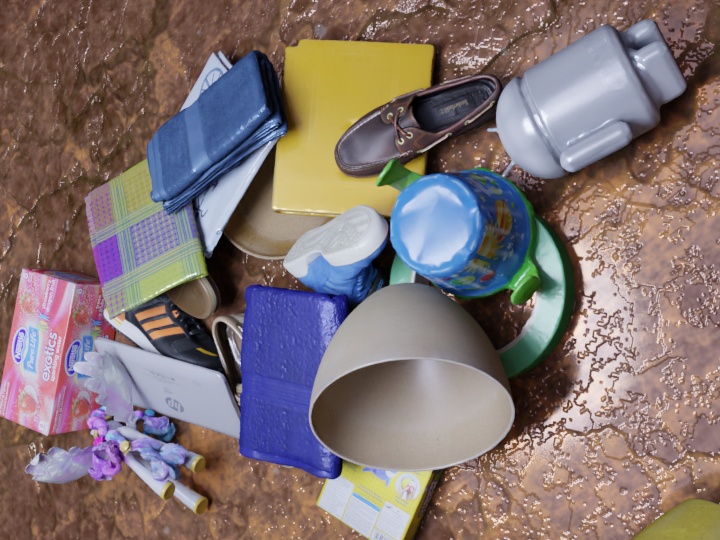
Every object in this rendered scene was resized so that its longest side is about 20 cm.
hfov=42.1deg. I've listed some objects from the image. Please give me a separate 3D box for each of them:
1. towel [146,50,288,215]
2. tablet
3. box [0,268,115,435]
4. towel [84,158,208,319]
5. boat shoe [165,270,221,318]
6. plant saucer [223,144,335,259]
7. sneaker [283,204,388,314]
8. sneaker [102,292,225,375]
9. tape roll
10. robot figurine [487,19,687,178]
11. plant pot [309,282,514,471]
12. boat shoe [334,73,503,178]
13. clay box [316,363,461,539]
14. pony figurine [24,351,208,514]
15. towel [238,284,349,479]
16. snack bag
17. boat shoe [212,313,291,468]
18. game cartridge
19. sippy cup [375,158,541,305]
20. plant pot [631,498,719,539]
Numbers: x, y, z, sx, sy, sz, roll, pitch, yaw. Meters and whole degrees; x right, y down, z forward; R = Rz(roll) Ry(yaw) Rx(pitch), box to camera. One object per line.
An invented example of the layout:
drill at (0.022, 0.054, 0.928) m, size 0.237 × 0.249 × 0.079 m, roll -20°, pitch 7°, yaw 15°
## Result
towel at (-0.168, -0.158, 1.079) m, size 0.199 × 0.048 × 0.113 m, roll -33°, pitch 54°, yaw 29°
tablet at (-0.234, 0.149, 1.162) m, size 0.198 × 0.014 × 0.131 m, roll 13°, pitch 138°, yaw 26°
box at (-0.401, 0.105, 1.245) m, size 0.102 × 0.094 × 0.202 m, roll 14°, pitch 94°, yaw 26°
towel at (-0.262, -0.050, 1.136) m, size 0.143 × 0.023 × 0.202 m, roll -26°, pitch 59°, yaw 10°
boat shoe at (-0.224, -0.022, 1.177) m, size 0.200 × 0.072 × 0.073 m, roll 43°, pitch 130°, yaw 30°
plant saucer at (-0.095, -0.114, 1.138) m, size 0.198 × 0.035 × 0.203 m, roll -1°, pitch 88°, yaw 26°
sneaker at (0.001, -0.001, 1.021) m, size 0.199 × 0.111 × 0.077 m, roll -19°, pitch 35°, yaw 59°
sneaker at (-0.240, 0.060, 1.182) m, size 0.199 × 0.070 × 0.091 m, roll 28°, pitch 102°, yaw 25°
tape roll at (0.130, 0.020, 1.016) m, size 0.198 × 0.048 × 0.203 m, roll -1°, pitch 87°, yaw 26°
robot figurine at (0.221, -0.168, 0.943) m, size 0.199 × 0.113 × 0.171 m, roll -29°, pitch 35°, yaw 22°
plant pot at (0.049, 0.093, 0.942) m, size 0.199 × 0.200 × 0.135 m, roll -22°, pitch 43°, yaw 23°
boat shoe at (0.060, -0.161, 1.010) m, size 0.198 × 0.070 × 0.071 m, roll -25°, pitch 85°, yaw 5°
clay box at (0.039, 0.200, 1.053) m, size 0.114 × 0.047 × 0.202 m, roll 26°, pitch 98°, yaw 24°
pony figurine at (-0.288, 0.213, 1.143) m, size 0.199 × 0.193 × 0.168 m, roll 24°, pitch 75°, yaw 23°
towel at (-0.071, 0.119, 1.039) m, size 0.146 × 0.049 × 0.203 m, roll 6°, pitch 97°, yaw 36°
snack bag at (-0.178, -0.145, 1.141) m, size 0.189 × 0.021 × 0.200 m, roll -56°, pitch 48°, yaw 18°
boat shoe at (-0.126, 0.146, 1.126) m, size 0.071 × 0.064 × 0.201 m, roll -34°, pitch 74°, yaw 21°
game cartridge at (-0.007, -0.160, 1.069) m, size 0.174 × 0.032 × 0.203 m, roll 5°, pitch 84°, yaw 7°
sippy cup at (0.095, -0.041, 0.937) m, size 0.176 × 0.130 × 0.141 m, roll 3°, pitch 90°, yaw 26°
plant pot at (0.319, 0.297, 0.853) m, size 0.199 × 0.200 × 0.143 m, roll 24°, pitch 72°, yaw 25°
